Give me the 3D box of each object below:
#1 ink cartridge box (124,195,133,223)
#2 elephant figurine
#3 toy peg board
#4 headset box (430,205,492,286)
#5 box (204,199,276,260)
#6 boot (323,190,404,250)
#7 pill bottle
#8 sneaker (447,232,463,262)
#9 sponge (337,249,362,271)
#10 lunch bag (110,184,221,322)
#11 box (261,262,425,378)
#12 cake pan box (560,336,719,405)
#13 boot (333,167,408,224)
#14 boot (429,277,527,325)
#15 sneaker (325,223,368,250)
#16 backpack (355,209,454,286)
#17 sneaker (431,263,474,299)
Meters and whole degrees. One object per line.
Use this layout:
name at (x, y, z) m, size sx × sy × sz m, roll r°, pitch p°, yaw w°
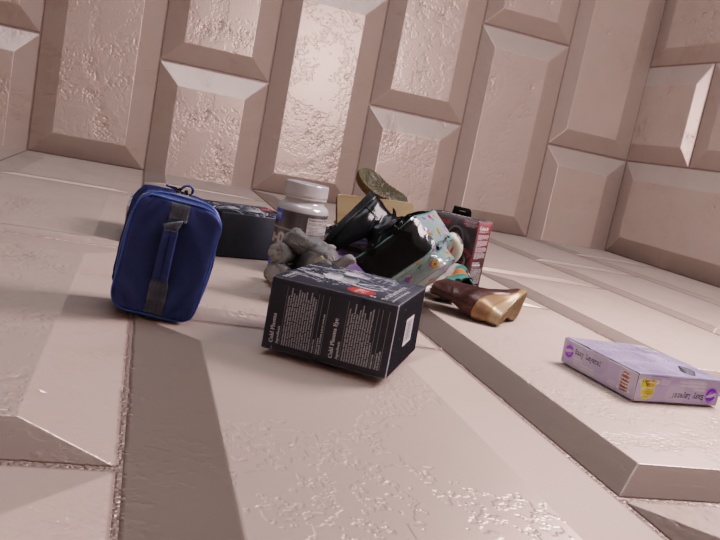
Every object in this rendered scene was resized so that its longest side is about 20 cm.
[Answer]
ink cartridge box at (-0.463, -0.113, 1.739) m, size 0.144 × 0.085 × 0.200 m, roll 8°, pitch 8°, yaw -15°
elephant figurine at (-0.104, -0.006, 1.443) m, size 0.155 × 0.142 × 0.200 m, roll 41°, pitch -3°, yaw 7°
toy peg board at (0.028, -0.070, 1.885) m, size 0.199 × 0.200 × 0.098 m, roll 5°, pitch -25°, yaw -13°
headset box at (0.242, -0.063, 1.929) m, size 0.148 × 0.201 × 0.075 m, roll 18°, pitch 11°, yaw 35°
box at (-0.281, -0.097, 1.806) m, size 0.199 × 0.105 × 0.182 m, roll 4°, pitch 13°, yaw -35°
boot at (0.027, -0.069, 1.716) m, size 0.162 × 0.198 × 0.073 m, roll 44°, pitch -18°, yaw 0°
pill bottle at (-0.132, -0.092, 1.649) m, size 0.113 × 0.201 × 0.114 m, roll 10°, pitch 9°, yaw -2°
sneaker at (0.146, -0.014, 1.712) m, size 0.199 × 0.071 × 0.093 m, roll -33°, pitch -1°, yaw 38°
sponge at (0.000, 0.000, 1.698) m, size 0.111 × 0.030 × 0.200 m, roll 12°, pitch 17°, yaw -9°
lunch bag at (-0.282, -0.032, 1.109) m, size 0.135 × 0.201 × 0.132 m, roll 13°, pitch 10°, yaw -20°
box at (-0.018, 0.065, 1.098) m, size 0.181 × 0.105 × 0.200 m, roll 12°, pitch 9°, yaw 13°
cake pan box at (0.468, 0.167, 1.283) m, size 0.183 × 0.053 × 0.200 m, roll 9°, pitch 9°, yaw -25°
boot at (0.000, -0.163, 1.971) m, size 0.175 × 0.066 × 0.200 m, roll 35°, pitch -46°, yaw -28°
boot at (0.257, 0.049, 1.620) m, size 0.166 × 0.073 × 0.200 m, roll 27°, pitch 22°, yaw 25°
sneaker at (0.004, -0.071, 1.790) m, size 0.199 × 0.073 × 0.072 m, roll 6°, pitch 18°, yaw -2°
backpack at (0.108, -0.038, 1.585) m, size 0.153 × 0.176 × 0.200 m, roll 50°, pitch 26°, yaw -2°
sneaker at (0.229, 0.035, 1.754) m, size 0.080 × 0.072 × 0.200 m, roll 16°, pitch 18°, yaw 19°
